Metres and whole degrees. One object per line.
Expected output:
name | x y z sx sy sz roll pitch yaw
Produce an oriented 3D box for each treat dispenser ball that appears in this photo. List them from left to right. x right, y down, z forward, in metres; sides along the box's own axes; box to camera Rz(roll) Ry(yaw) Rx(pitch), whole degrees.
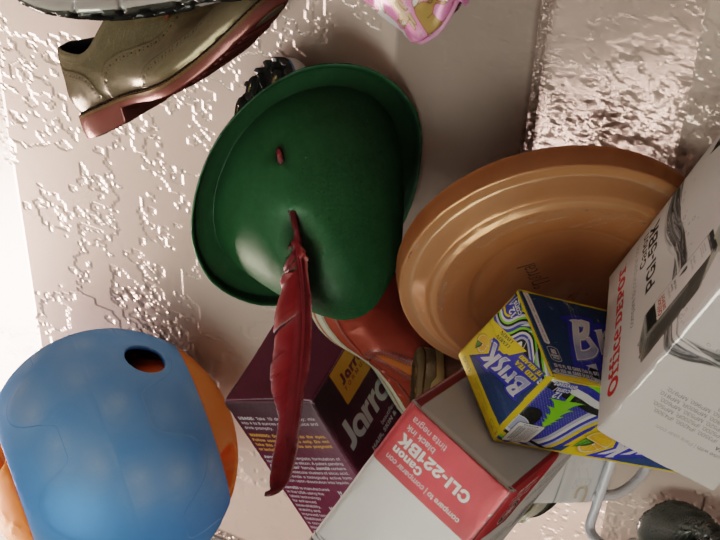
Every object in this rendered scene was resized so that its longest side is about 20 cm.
treat dispenser ball | -0.194 0.146 1.571 0.200 0.201 0.202 19 141 16

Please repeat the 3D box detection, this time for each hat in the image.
hat | 0.000 0.000 1.237 0.176 0.165 0.201 48 131 47

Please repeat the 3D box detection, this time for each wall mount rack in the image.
wall mount rack | 0.148 0.115 1.348 0.075 0.199 0.175 40 120 49

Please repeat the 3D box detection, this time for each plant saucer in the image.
plant saucer | 0.122 0.002 1.256 0.199 0.032 0.201 -4 139 -4

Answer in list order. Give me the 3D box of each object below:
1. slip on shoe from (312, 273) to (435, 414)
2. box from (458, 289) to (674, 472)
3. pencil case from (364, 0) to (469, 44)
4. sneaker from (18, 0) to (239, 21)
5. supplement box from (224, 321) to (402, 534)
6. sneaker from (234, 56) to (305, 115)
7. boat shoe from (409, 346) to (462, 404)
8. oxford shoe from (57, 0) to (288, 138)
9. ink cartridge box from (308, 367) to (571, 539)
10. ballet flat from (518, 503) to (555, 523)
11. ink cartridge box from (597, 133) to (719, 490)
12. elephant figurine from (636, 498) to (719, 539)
slip on shoe | 0.027 0.042 1.407 0.061 0.074 0.200 1 140 44
box | 0.160 0.072 1.230 0.199 0.070 0.064 14 131 -37
pencil case | -0.014 -0.219 1.142 0.200 0.083 0.087 40 125 -10
sneaker | -0.120 -0.201 1.222 0.199 0.078 0.091 -8 95 13
supplement box | 0.000 0.126 1.488 0.085 0.111 0.201 -2 132 38
sneaker | -0.052 -0.064 1.363 0.072 0.072 0.201 -1 136 -14
boat shoe | 0.066 0.141 1.398 0.067 0.072 0.201 1 125 -2
oxford shoe | -0.130 -0.151 1.309 0.199 0.070 0.075 -25 99 39
ink cartridge box | 0.037 0.158 1.253 0.084 0.144 0.200 40 116 13
ballet flat | 0.114 0.134 1.455 0.068 0.069 0.201 19 141 12
ink cartridge box | 0.217 0.000 1.127 0.082 0.147 0.200 26 128 -10
elephant figurine | 0.247 0.232 1.447 0.142 0.154 0.201 51 142 32
